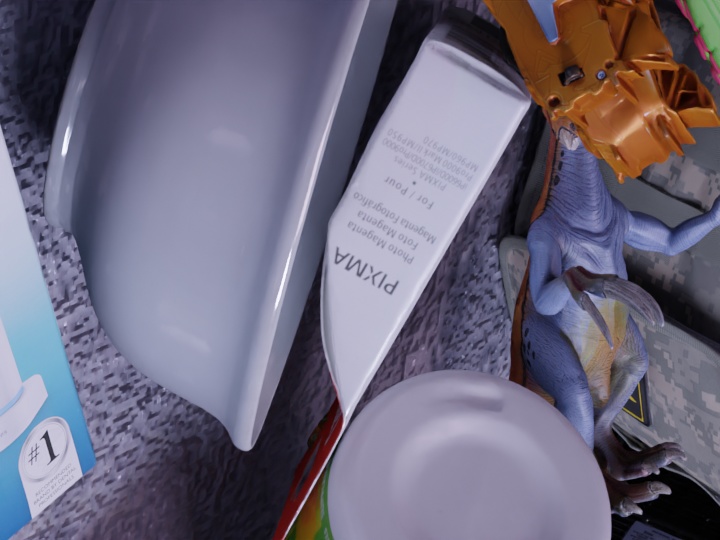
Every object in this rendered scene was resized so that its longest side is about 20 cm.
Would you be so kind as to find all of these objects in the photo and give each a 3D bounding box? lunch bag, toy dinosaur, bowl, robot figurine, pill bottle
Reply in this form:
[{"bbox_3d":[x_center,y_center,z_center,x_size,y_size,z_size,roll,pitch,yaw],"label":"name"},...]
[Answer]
[{"bbox_3d":[0.154,-0.006,1.064,0.117,0.164,0.201,1,113,-43],"label":"lunch bag"},{"bbox_3d":[0.077,0.007,0.957,0.105,0.199,0.183,-31,102,-56],"label":"toy dinosaur"},{"bbox_3d":[-0.049,-0.049,0.805,0.201,0.090,0.203,17,90,-88],"label":"bowl"},{"bbox_3d":[0.061,-0.136,0.857,0.058,0.201,0.145,-24,162,14],"label":"robot figurine"},{"bbox_3d":[0.017,0.130,0.974,0.111,0.111,0.200,-41,170,-31],"label":"pill bottle"}]

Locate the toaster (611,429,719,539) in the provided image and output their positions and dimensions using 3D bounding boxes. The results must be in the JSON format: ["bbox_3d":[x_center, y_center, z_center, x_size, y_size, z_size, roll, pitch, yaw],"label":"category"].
[{"bbox_3d":[0.163,0.149,1.187,0.181,0.199,0.119,-49,147,-35],"label":"toaster"}]

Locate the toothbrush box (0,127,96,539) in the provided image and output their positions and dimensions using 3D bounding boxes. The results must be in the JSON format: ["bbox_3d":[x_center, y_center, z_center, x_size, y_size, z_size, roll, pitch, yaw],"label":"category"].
[{"bbox_3d":[-0.174,0.016,0.712,0.146,0.085,0.201,-41,141,-29],"label":"toothbrush box"}]

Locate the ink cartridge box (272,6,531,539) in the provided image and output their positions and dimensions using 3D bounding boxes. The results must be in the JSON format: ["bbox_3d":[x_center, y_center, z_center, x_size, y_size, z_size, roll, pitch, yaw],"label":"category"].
[{"bbox_3d":[0.000,0.000,0.917,0.201,0.057,0.163,-56,-178,11],"label":"ink cartridge box"}]

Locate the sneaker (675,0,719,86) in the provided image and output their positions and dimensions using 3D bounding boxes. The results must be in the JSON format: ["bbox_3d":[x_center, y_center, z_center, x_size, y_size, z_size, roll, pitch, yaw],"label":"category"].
[{"bbox_3d":[0.144,-0.149,0.913,0.083,0.077,0.201,-27,102,5],"label":"sneaker"}]
